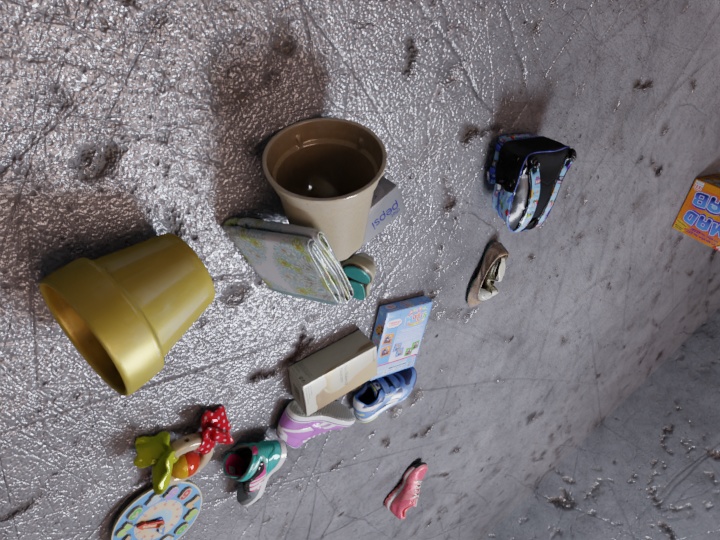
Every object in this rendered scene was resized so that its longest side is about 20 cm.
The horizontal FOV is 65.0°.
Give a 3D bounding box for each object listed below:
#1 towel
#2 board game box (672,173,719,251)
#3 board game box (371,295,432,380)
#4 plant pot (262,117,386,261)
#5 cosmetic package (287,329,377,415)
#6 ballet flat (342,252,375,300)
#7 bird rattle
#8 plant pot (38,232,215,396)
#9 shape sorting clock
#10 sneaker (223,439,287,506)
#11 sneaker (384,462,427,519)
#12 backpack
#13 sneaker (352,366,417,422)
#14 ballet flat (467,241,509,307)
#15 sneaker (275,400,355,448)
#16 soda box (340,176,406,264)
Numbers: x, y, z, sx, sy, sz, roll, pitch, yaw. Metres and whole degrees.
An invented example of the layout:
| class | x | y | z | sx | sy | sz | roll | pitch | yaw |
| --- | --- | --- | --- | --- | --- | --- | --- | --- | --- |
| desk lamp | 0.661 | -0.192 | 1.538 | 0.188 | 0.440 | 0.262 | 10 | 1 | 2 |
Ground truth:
| class | x | y | z | sx | sy | sz | roll | pitch | yaw |
| --- | --- | --- | --- | --- | --- | --- | --- | --- | --- |
| towel | -0.119 | -0.017 | 0.966 | 0.049 | 0.197 | 0.172 | -60 | 144 | -29 |
| board game box | 1.321 | -0.215 | 2.069 | 0.198 | 0.200 | 0.202 | -13 | 128 | -34 |
| board game box | 0.093 | 0.166 | 1.398 | 0.150 | 0.037 | 0.203 | -10 | 126 | -36 |
| plant pot | -0.056 | -0.121 | 0.957 | 0.199 | 0.201 | 0.185 | -29 | 146 | -22 |
| cosmetic package | -0.059 | 0.230 | 1.285 | 0.198 | 0.071 | 0.106 | -26 | 134 | -24 |
| ballet flat | 0.000 | 0.000 | 1.125 | 0.069 | 0.070 | 0.200 | -36 | 168 | -14 |
| bird rattle | -0.352 | 0.363 | 1.138 | 0.199 | 0.112 | 0.164 | -24 | 146 | -44 |
| plant pot | -0.329 | 0.046 | 0.837 | 0.189 | 0.199 | 0.203 | -41 | 141 | -33 |
| shape sorting clock | -0.431 | 0.534 | 1.208 | 0.198 | 0.039 | 0.202 | -23 | 133 | -27 |
| sneaker | -0.260 | 0.457 | 1.270 | 0.120 | 0.084 | 0.201 | 16 | 115 | -39 |
| sneaker | 0.167 | 0.716 | 1.831 | 0.073 | 0.087 | 0.201 | 28 | 100 | -49 |
| backpack | 0.378 | -0.198 | 1.304 | 0.181 | 0.134 | 0.203 | -16 | 128 | -32 |
| sneaker | 0.063 | 0.305 | 1.448 | 0.199 | 0.074 | 0.083 | -35 | 135 | -17 |
| ballet flat | 0.337 | 0.024 | 1.483 | 0.067 | 0.067 | 0.203 | -9 | 125 | -36 |
| sneaker | -0.112 | 0.370 | 1.351 | 0.198 | 0.073 | 0.115 | 14 | 114 | -34 |
| soda box | -0.008 | -0.093 | 1.096 | 0.199 | 0.063 | 0.069 | -41 | 138 | -10 |
